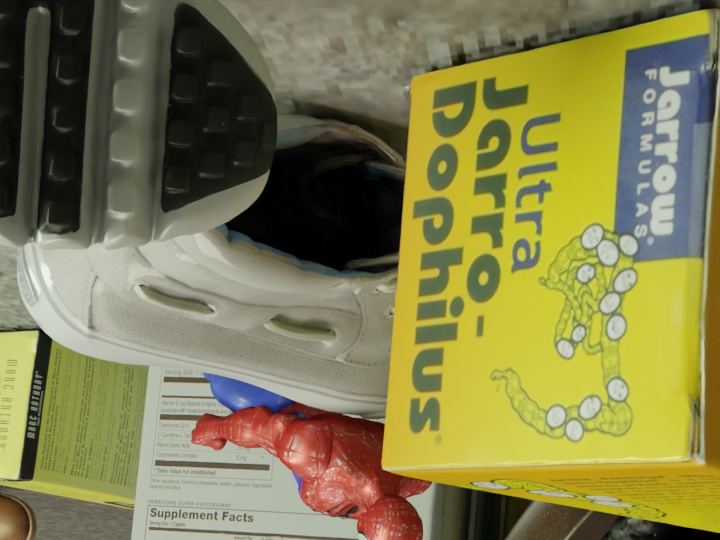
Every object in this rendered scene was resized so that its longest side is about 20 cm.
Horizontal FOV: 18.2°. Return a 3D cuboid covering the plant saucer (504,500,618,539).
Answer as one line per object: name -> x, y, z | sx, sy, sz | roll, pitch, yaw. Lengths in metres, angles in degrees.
plant saucer -> 0.120, 0.108, 1.005 | 0.032, 0.200, 0.200 | 45, -174, 24

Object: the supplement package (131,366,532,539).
supplement package -> -0.009, 0.138, 1.053 | 0.150, 0.202, 0.152 | 0, 168, 23

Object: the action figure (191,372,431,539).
action figure -> -0.025, 0.051, 0.793 | 0.065, 0.052, 0.200 | 16, -168, -29

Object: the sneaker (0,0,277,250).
sneaker -> -0.117, -0.050, 0.517 | 0.198, 0.076, 0.081 | 9, -178, -13

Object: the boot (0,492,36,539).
boot -> -0.392, 0.211, 1.927 | 0.198, 0.074, 0.155 | -1, 164, 13

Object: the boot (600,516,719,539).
boot -> 0.155, 0.144, 0.981 | 0.079, 0.212, 0.158 | 31, -146, 24

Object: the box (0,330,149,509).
box -> -0.125, 0.084, 1.161 | 0.050, 0.076, 0.200 | 0, 169, 33

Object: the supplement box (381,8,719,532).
supplement box -> 0.116, 0.014, 0.612 | 0.199, 0.110, 0.109 | 15, 165, -40

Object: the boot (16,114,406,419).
boot -> 0.000, 0.000, 0.694 | 0.199, 0.074, 0.095 | 5, 163, -40
